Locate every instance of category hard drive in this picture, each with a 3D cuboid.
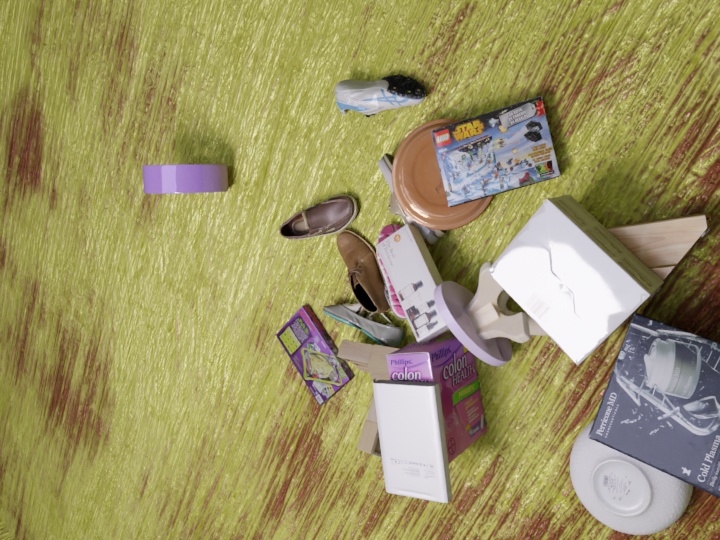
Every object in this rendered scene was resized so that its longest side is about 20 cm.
[{"bbox_3d":[0.090,0.298,1.104,0.130,0.026,0.205,-4,96,37],"label":"hard drive"}]

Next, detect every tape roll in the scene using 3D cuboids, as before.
[{"bbox_3d":[-0.417,-0.220,1.496,0.197,0.199,0.067,5,100,35],"label":"tape roll"}]

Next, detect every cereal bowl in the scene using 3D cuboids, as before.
[{"bbox_3d":[0.442,0.347,1.042,0.197,0.083,0.205,7,102,34],"label":"cereal bowl"}]

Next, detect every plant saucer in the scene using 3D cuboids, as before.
[{"bbox_3d":[0.153,-0.177,1.150,0.196,0.032,0.205,1,93,13],"label":"plant saucer"}]

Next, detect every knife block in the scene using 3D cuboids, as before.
[{"bbox_3d":[0.425,-0.050,1.001,0.175,0.064,0.202,42,119,22],"label":"knife block"}]

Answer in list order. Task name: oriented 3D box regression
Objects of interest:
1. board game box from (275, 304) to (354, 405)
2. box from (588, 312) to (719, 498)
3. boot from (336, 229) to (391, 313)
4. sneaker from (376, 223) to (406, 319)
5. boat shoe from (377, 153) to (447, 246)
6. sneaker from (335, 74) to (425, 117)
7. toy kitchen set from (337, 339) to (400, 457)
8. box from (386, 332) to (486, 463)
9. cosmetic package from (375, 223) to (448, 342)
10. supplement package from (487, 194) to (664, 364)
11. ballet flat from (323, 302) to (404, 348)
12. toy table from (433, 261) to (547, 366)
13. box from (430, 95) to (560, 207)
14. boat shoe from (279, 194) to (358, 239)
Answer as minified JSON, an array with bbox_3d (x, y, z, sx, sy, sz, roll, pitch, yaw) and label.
[{"bbox_3d":[-0.108,0.196,1.447,0.120,0.032,0.202,-45,72,36],"label":"board game box"},{"bbox_3d":[0.472,0.193,0.932,0.194,0.123,0.204,21,92,27],"label":"box"},{"bbox_3d":[0.000,0.000,1.310,0.074,0.075,0.202,-43,72,34],"label":"boot"},{"bbox_3d":[0.073,0.008,1.257,0.072,0.088,0.204,-9,69,-5],"label":"sneaker"},{"bbox_3d":[0.086,-0.135,1.225,0.068,0.074,0.202,-39,76,27],"label":"boat shoe"},{"bbox_3d":[0.041,-0.341,1.238,0.196,0.072,0.073,9,137,28],"label":"sneaker"},{"bbox_3d":[0.044,0.274,1.287,0.178,0.162,0.204,3,69,46],"label":"toy kitchen set"},{"bbox_3d":[0.147,0.234,1.178,0.095,0.175,0.205,-9,92,36],"label":"box"},{"bbox_3d":[0.105,0.023,1.158,0.082,0.050,0.203,-32,70,23],"label":"cosmetic package"},{"bbox_3d":[0.331,0.010,0.973,0.201,0.110,0.157,48,123,20],"label":"supplement package"},{"bbox_3d":[0.009,0.105,1.337,0.198,0.067,0.065,27,85,29],"label":"ballet flat"},{"bbox_3d":[0.236,0.073,1.097,0.116,0.199,0.186,-35,38,31],"label":"toy table"},{"bbox_3d":[0.234,-0.204,1.091,0.196,0.040,0.140,-14,90,16],"label":"box"},{"bbox_3d":[-0.095,-0.107,1.360,0.200,0.074,0.076,-22,85,36],"label":"boat shoe"}]
